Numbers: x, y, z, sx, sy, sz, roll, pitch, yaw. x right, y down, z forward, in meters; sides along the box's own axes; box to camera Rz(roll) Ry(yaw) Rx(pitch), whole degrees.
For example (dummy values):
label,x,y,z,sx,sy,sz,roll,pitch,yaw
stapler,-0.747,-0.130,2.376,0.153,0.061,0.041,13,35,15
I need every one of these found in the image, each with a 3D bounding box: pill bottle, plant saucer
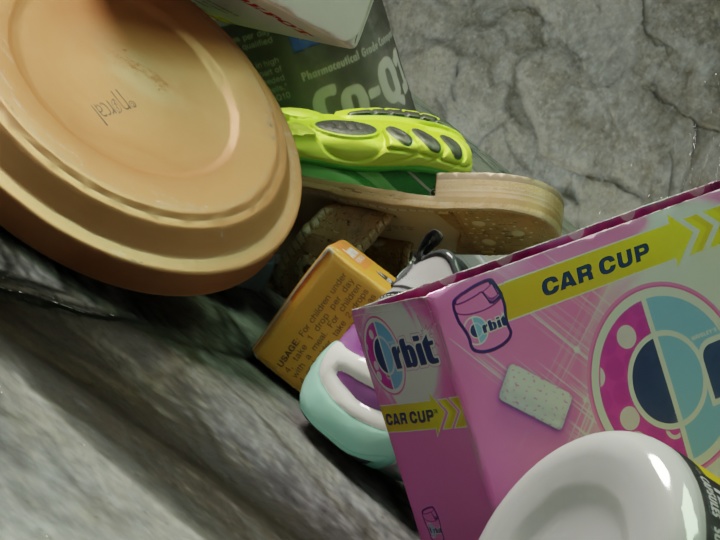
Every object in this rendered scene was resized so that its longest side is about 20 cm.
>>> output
label,x,y,z,sx,sy,sz,roll,pitch,yaw
pill bottle,-0.035,-0.122,1.206,0.114,0.113,0.202,-116,-172,-73
plant saucer,-0.110,-0.077,0.928,0.199,0.032,0.201,25,39,-21
pill bottle,0.137,0.146,0.746,0.199,0.112,0.112,32,9,-29

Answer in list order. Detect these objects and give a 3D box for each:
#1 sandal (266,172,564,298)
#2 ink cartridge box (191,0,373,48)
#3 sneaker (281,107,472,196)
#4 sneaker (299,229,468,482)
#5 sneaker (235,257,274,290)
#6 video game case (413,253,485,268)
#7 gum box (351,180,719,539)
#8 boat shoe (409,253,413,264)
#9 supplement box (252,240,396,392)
label,x,y,z,sx,sy,sz,roll,pitch,yaw
sandal,-0.002,-0.003,1.050,0.210,0.070,0.078,-3,-26,26
ink cartridge box,-0.097,-0.185,1.041,0.144,0.085,0.199,23,-4,-43
sneaker,-0.038,-0.045,1.124,0.198,0.084,0.074,4,23,-12
sneaker,0.086,0.061,0.892,0.199,0.140,0.078,38,3,7
sneaker,-0.110,-0.069,1.011,0.199,0.082,0.070,35,6,-15
video game case,0.049,-0.021,1.416,0.200,0.022,0.182,51,-3,-22
gum box,0.108,0.038,0.832,0.066,0.199,0.115,-13,-85,62
boat shoe,-0.007,-0.029,1.311,0.072,0.061,0.201,31,10,-39
supplement box,0.048,0.069,0.972,0.199,0.069,0.067,35,5,0
